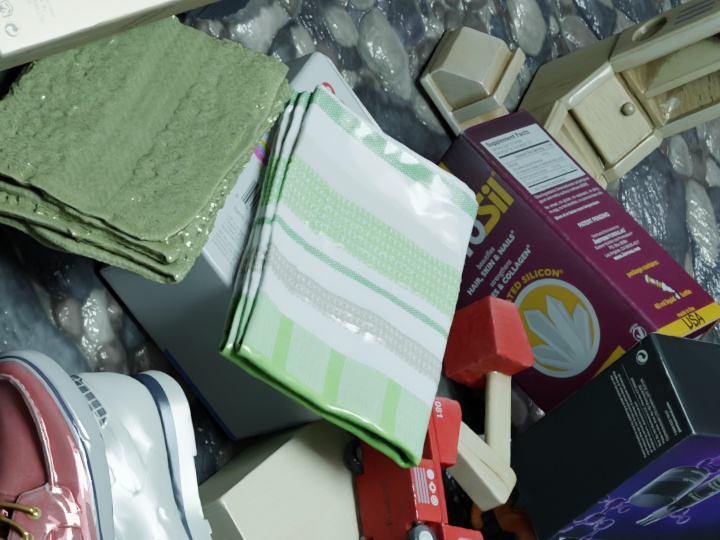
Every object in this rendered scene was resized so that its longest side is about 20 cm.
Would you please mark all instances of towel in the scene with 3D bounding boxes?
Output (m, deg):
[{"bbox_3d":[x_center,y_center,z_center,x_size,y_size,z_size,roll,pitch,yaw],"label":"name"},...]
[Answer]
[{"bbox_3d":[0.000,0.000,1.475,0.149,0.031,0.200,31,50,-24],"label":"towel"},{"bbox_3d":[-0.135,-0.079,1.441,0.148,0.037,0.200,24,47,3],"label":"towel"}]

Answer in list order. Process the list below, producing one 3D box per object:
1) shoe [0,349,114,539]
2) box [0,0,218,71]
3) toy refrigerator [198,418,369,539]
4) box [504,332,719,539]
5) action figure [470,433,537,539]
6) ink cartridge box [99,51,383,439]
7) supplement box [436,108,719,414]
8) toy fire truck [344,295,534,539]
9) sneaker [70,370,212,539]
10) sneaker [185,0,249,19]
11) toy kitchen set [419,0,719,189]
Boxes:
[{"bbox_3d":[-0.181,0.144,1.319,0.091,0.071,0.200,-12,90,-58],"label":"shoe"},{"bbox_3d":[-0.146,-0.175,1.418,0.200,0.095,0.078,-21,93,-28],"label":"box"},{"bbox_3d":[-0.036,0.134,1.509,0.076,0.070,0.200,60,37,-7],"label":"toy refrigerator"},{"bbox_3d":[0.213,0.116,1.597,0.200,0.141,0.079,9,52,-44],"label":"box"},{"bbox_3d":[0.114,0.192,1.603,0.200,0.104,0.194,64,5,-68],"label":"action figure"},{"bbox_3d":[-0.051,-0.018,1.536,0.145,0.085,0.200,54,42,-22],"label":"ink cartridge box"},{"bbox_3d":[0.127,0.004,1.662,0.200,0.110,0.086,46,34,16],"label":"supplement box"},{"bbox_3d":[0.054,0.109,1.531,0.141,0.049,0.200,14,60,-45],"label":"toy fire truck"},{"bbox_3d":[-0.129,0.154,1.388,0.080,0.076,0.200,-1,68,-45],"label":"sneaker"},{"bbox_3d":[-0.147,-0.233,1.533,0.200,0.070,0.082,37,31,-39],"label":"sneaker"},{"bbox_3d":[0.167,-0.125,1.771,0.163,0.180,0.200,54,37,-21],"label":"toy kitchen set"}]
